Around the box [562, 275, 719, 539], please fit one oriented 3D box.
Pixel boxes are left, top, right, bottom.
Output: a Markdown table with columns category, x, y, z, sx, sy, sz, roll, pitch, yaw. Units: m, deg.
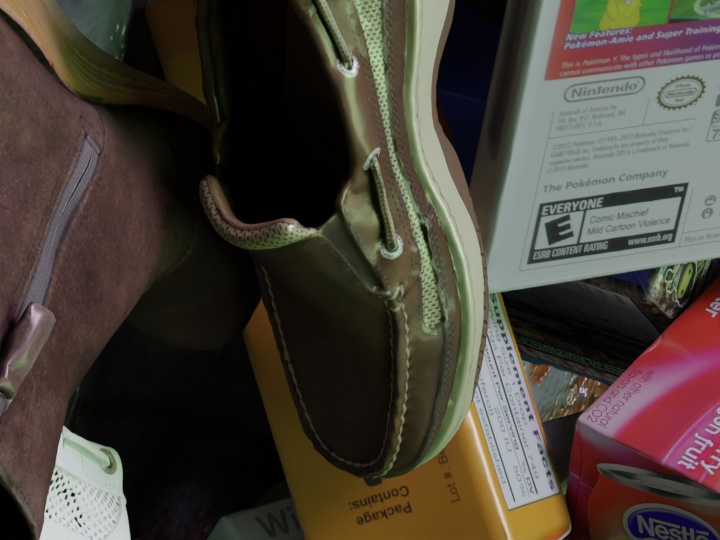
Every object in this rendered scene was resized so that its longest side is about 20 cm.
| category | x | y | z | sx | sy | sz | roll | pitch | yaw |
| --- | --- | --- | --- | --- | --- | --- | --- | --- | --- |
| box | 0.158 | 0.052 | 0.974 | 0.200 | 0.100 | 0.096 | -40 | 146 | -41 |

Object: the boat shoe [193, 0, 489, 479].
| category | x | y | z | sx | sy | sz | roll | pitch | yaw |
| --- | --- | --- | --- | --- | --- | --- | --- | --- | --- |
| boat shoe | -0.016 | -0.024 | 0.805 | 0.075 | 0.075 | 0.203 | -34 | 128 | -41 |

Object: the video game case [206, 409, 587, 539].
| category | x | y | z | sx | sy | sz | roll | pitch | yaw |
| --- | --- | --- | --- | --- | --- | --- | --- | --- | --- |
| video game case | 0.014 | 0.104 | 1.023 | 0.200 | 0.018 | 0.143 | -14 | 152 | -34 |

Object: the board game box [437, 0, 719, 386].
| category | x | y | z | sx | sy | sz | roll | pitch | yaw |
| --- | --- | --- | --- | --- | --- | --- | --- | --- | --- |
| board game box | 0.072 | -0.028 | 1.052 | 0.097 | 0.159 | 0.200 | -68 | 157 | -9 |

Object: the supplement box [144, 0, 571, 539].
| category | x | y | z | sx | sy | sz | roll | pitch | yaw |
| --- | --- | --- | --- | --- | --- | --- | --- | --- | --- |
| supplement box | 0.000 | 0.000 | 0.912 | 0.069 | 0.066 | 0.200 | -1 | 74 | -67 |

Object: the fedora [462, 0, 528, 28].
| category | x | y | z | sx | sy | sz | roll | pitch | yaw |
| --- | --- | --- | --- | --- | --- | --- | --- | --- | --- |
| fedora | 0.087 | -0.165 | 0.860 | 0.200 | 0.092 | 0.201 | -16 | 133 | -18 |

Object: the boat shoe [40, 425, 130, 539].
| category | x | y | z | sx | sy | sz | roll | pitch | yaw |
| --- | --- | --- | --- | --- | --- | --- | --- | --- | --- |
| boat shoe | -0.126 | 0.042 | 0.801 | 0.200 | 0.071 | 0.069 | 44 | 43 | -56 |

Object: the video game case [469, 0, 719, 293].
| category | x | y | z | sx | sy | sz | roll | pitch | yaw |
| --- | --- | --- | --- | --- | --- | --- | --- | --- | --- |
| video game case | 0.133 | -0.082 | 0.875 | 0.200 | 0.023 | 0.182 | -8 | 131 | -23 |

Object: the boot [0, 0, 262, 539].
| category | x | y | z | sx | sy | sz | roll | pitch | yaw |
| --- | --- | --- | --- | --- | --- | --- | --- | --- | --- |
| boot | -0.087 | 0.008 | 0.780 | 0.200 | 0.072 | 0.167 | 55 | 28 | -45 |

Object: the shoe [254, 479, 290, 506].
| category | x | y | z | sx | sy | sz | roll | pitch | yaw |
| --- | --- | --- | --- | --- | --- | --- | --- | --- | --- |
| shoe | 0.018 | 0.081 | 1.158 | 0.200 | 0.053 | 0.070 | -10 | 83 | -68 |
